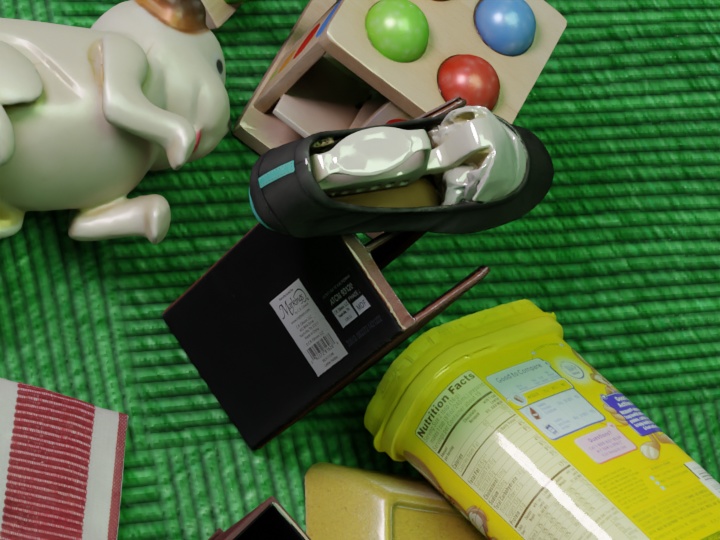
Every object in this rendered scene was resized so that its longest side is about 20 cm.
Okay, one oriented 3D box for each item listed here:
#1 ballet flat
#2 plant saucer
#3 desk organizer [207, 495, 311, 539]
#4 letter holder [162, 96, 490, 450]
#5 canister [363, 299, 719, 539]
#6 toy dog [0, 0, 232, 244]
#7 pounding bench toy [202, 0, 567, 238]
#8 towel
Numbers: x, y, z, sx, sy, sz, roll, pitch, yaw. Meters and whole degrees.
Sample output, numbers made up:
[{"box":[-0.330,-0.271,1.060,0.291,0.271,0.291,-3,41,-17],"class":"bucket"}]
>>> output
[{"box":[0.035,-0.053,1.584,0.199,0.068,0.068,-11,73,-33],"class":"ballet flat"},{"box":[0.067,0.214,1.739,0.199,0.048,0.201,11,64,-24],"class":"plant saucer"},{"box":[-0.104,0.217,1.626,0.072,0.077,0.200,49,55,-1],"class":"desk organizer"},{"box":[0.000,0.000,1.706,0.142,0.200,0.101,-32,85,-35],"class":"letter holder"},{"box":[0.120,0.119,1.732,0.200,0.087,0.148,43,34,24],"class":"canister"},{"box":[-0.167,-0.092,1.715,0.199,0.140,0.194,-17,40,-31],"class":"toy dog"},{"box":[-0.002,-0.145,1.797,0.200,0.156,0.125,36,56,-9],"class":"pounding bench toy"},{"box":[-0.228,0.120,1.638,0.199,0.023,0.145,17,59,-23],"class":"towel"}]
